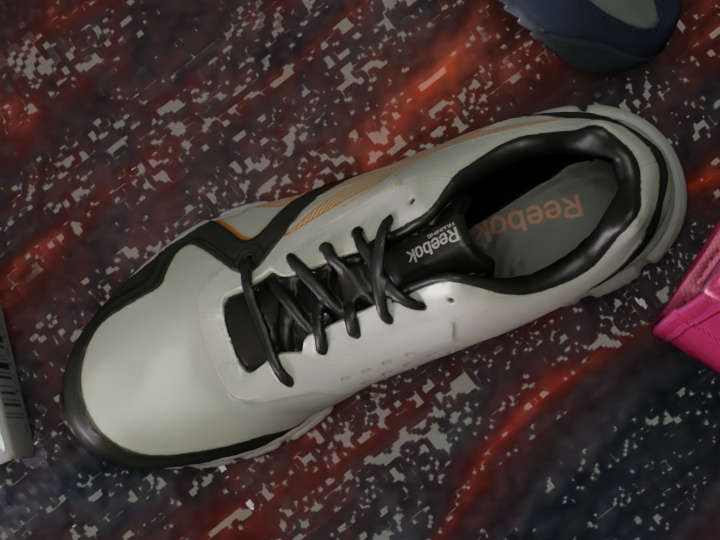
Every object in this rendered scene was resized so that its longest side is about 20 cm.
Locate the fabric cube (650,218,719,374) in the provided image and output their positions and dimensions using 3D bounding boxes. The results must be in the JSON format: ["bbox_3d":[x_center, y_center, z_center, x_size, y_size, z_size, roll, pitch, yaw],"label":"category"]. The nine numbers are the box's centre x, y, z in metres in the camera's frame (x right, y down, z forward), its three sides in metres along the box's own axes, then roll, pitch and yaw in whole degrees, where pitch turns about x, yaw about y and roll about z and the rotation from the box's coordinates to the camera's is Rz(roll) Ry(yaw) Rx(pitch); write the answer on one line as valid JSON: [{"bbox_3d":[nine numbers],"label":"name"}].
[{"bbox_3d":[0.218,-0.016,0.750,0.199,0.200,0.196,32,88,4],"label":"fabric cube"}]

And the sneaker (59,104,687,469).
[{"bbox_3d":[0.000,0.000,0.823,0.200,0.080,0.074,-26,86,3],"label":"sneaker"}]

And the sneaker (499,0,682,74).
[{"bbox_3d":[0.060,-0.131,0.777,0.082,0.200,0.070,-10,48,29],"label":"sneaker"}]

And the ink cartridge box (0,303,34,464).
[{"bbox_3d":[-0.219,-0.015,0.858,0.200,0.043,0.198,-14,85,4],"label":"ink cartridge box"}]
